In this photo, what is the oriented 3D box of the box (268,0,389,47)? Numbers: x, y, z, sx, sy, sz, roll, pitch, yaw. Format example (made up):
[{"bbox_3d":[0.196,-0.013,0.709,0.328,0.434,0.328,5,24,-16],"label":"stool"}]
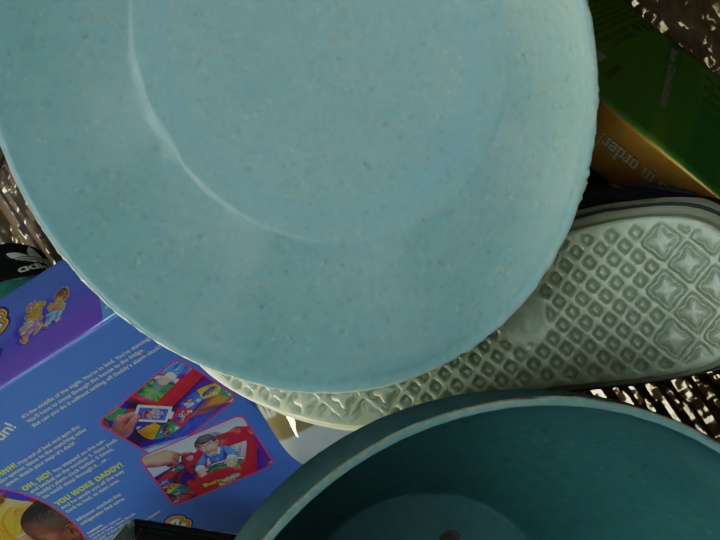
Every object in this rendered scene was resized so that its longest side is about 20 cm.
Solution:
[{"bbox_3d":[-0.044,-0.149,0.722,0.200,0.159,0.046,29,114,15],"label":"box"}]

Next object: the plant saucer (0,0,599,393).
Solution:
[{"bbox_3d":[-0.019,-0.064,0.625,0.200,0.039,0.202,9,112,23],"label":"plant saucer"}]

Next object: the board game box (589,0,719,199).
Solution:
[{"bbox_3d":[0.126,-0.029,0.713,0.200,0.095,0.030,38,117,11],"label":"board game box"}]

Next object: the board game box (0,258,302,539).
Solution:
[{"bbox_3d":[-0.125,0.081,0.817,0.200,0.045,0.134,-31,131,15],"label":"board game box"}]

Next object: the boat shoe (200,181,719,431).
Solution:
[{"bbox_3d":[0.035,0.008,0.676,0.199,0.062,0.075,-5,99,23],"label":"boat shoe"}]

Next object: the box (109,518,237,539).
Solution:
[{"bbox_3d":[0.000,0.183,0.744,0.044,0.160,0.200,-54,41,25],"label":"box"}]

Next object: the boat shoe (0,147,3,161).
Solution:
[{"bbox_3d":[-0.168,-0.082,0.845,0.070,0.071,0.201,31,114,14],"label":"boat shoe"}]

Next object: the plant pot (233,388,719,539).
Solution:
[{"bbox_3d":[0.035,0.126,0.644,0.199,0.135,0.201,-1,96,-12],"label":"plant pot"}]

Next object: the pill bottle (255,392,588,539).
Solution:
[{"bbox_3d":[0.000,0.000,0.767,0.116,0.116,0.200,-32,89,28],"label":"pill bottle"}]

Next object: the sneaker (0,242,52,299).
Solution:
[{"bbox_3d":[-0.170,0.073,0.892,0.200,0.071,0.080,-49,44,30],"label":"sneaker"}]
